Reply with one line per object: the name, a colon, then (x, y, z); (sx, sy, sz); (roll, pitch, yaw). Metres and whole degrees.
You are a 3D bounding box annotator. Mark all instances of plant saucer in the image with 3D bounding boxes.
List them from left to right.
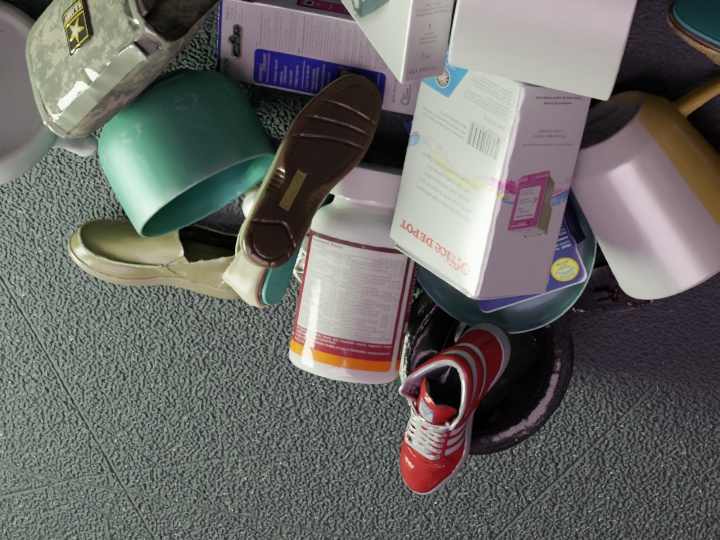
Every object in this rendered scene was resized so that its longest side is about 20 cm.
plant saucer: (0.135, -0.039, 1.798); (0.199, 0.027, 0.201); (8, 109, 24)

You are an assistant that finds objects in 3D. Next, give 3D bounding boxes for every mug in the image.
mug: (-0.168, -0.115, 1.761); (0.152, 0.185, 0.115); (-29, 83, -7)
mug: (0.271, -0.092, 1.704); (0.153, 0.187, 0.149); (51, 153, -22)

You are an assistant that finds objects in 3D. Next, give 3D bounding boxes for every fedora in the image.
fedora: (0.133, 0.085, 1.893); (0.200, 0.092, 0.201); (3, 98, 23)

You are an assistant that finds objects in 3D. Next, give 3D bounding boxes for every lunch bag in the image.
lunch bag: (-0.207, -0.225, 1.659); (0.118, 0.200, 0.164); (39, 130, -19)

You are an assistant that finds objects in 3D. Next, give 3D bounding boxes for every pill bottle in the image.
pill bottle: (0.000, 0.000, 1.790); (0.109, 0.110, 0.201); (11, 97, 6)

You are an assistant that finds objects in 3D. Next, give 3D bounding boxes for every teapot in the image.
teapot: (-0.380, -0.164, 1.797); (0.200, 0.197, 0.146); (59, 165, 0)

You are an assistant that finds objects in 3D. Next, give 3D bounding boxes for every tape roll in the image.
tape roll: (0.159, -0.251, 1.533); (0.139, 0.203, 0.203); (13, 133, 3)

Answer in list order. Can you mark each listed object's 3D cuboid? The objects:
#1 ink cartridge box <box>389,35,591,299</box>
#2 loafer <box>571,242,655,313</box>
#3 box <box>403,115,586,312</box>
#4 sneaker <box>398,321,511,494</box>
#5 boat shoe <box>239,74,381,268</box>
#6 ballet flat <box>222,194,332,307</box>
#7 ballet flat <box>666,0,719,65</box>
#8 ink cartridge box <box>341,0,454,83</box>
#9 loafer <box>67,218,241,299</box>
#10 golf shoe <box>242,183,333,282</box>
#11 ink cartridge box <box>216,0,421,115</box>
ink cartridge box: (0.112, -0.092, 1.664); (0.084, 0.144, 0.201); (-2, 115, -35)
loafer: (0.277, -0.001, 1.812); (0.200, 0.063, 0.072); (-26, 119, 32)
box: (0.131, -0.070, 1.757); (0.121, 0.032, 0.201); (-19, 94, 29)
sneaker: (0.071, 0.147, 1.808); (0.071, 0.112, 0.200); (31, 118, 17)
boat shoe: (-0.053, -0.095, 1.734); (0.072, 0.076, 0.200); (36, 85, -9)
ballet flat: (-0.074, -0.063, 1.818); (0.069, 0.069, 0.200); (27, 91, -9)
ballet flat: (0.363, -0.193, 1.625); (0.199, 0.071, 0.071); (8, 132, 9)
ink cartridge box: (0.021, -0.285, 1.554); (0.045, 0.200, 0.177); (-13, 136, -22)
loafer: (-0.200, -0.025, 1.922); (0.199, 0.076, 0.068); (8, 132, -5)
golf shoe: (-0.035, -0.013, 1.871); (0.200, 0.092, 0.073); (34, 133, -12)
ink cartridge box: (-0.034, -0.206, 1.739); (0.199, 0.037, 0.095); (10, 133, 4)
